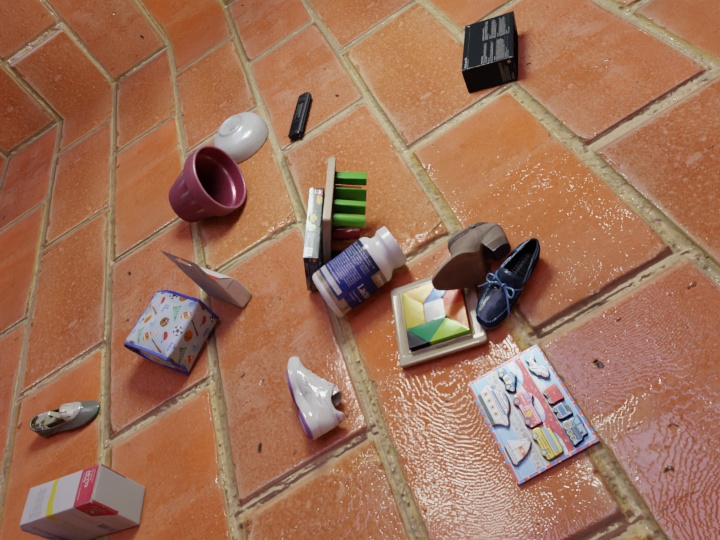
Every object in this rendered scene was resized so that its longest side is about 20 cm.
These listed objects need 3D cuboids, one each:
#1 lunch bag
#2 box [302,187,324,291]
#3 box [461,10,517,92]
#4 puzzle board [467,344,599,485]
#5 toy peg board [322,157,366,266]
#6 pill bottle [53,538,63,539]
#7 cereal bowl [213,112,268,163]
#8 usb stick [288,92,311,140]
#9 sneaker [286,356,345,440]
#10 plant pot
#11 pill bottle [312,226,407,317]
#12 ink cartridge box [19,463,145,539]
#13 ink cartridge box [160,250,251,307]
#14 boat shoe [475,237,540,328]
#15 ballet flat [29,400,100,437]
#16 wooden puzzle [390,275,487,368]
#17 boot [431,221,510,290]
[{"bbox_3d":[-0.482,0.147,1.444,0.196,0.125,0.173,12,62,28],"label":"lunch bag"},{"bbox_3d":[-0.106,-0.074,1.369,0.039,0.138,0.205,2,57,0],"label":"box"},{"bbox_3d":[0.352,-0.592,1.554,0.138,0.079,0.204,-5,53,23],"label":"box"},{"bbox_3d":[0.286,0.238,0.981,0.148,0.017,0.202,-30,45,7],"label":"puzzle board"},{"bbox_3d":[-0.036,-0.122,1.365,0.095,0.202,0.204,3,52,-1],"label":"toy peg board"},{"bbox_3d":[-0.694,0.643,1.183,0.197,0.115,0.116,-30,45,6],"label":"pill bottle"},{"bbox_3d":[-0.406,-0.452,1.899,0.195,0.084,0.204,-16,48,18],"label":"cereal bowl"},{"bbox_3d":[-0.192,-0.495,1.839,0.054,0.033,0.204,-16,49,29],"label":"usb stick"},{"bbox_3d":[-0.093,0.251,1.176,0.097,0.076,0.201,-21,44,-11],"label":"sneaker"},{"bbox_3d":[-0.467,-0.238,1.704,0.176,0.199,0.204,-25,44,32],"label":"plant pot"},{"bbox_3d":[0.000,0.000,1.271,0.198,0.116,0.116,-37,45,0],"label":"pill bottle"},{"bbox_3d":[-0.582,0.496,1.209,0.196,0.146,0.085,-21,46,14],"label":"ink cartridge box"},{"bbox_3d":[-0.384,0.007,1.438,0.158,0.201,0.051,16,62,38],"label":"ink cartridge box"},{"bbox_3d":[0.280,0.015,1.109,0.083,0.069,0.203,26,71,16],"label":"boat shoe"},{"bbox_3d":[-0.763,0.375,1.472,0.196,0.064,0.069,-22,47,14],"label":"ballet flat"},{"bbox_3d":[0.151,0.085,1.168,0.181,0.037,0.204,-20,47,17],"label":"wooden puzzle"},{"bbox_3d":[0.213,-0.035,1.185,0.196,0.072,0.146,-24,23,-6],"label":"boot"}]
